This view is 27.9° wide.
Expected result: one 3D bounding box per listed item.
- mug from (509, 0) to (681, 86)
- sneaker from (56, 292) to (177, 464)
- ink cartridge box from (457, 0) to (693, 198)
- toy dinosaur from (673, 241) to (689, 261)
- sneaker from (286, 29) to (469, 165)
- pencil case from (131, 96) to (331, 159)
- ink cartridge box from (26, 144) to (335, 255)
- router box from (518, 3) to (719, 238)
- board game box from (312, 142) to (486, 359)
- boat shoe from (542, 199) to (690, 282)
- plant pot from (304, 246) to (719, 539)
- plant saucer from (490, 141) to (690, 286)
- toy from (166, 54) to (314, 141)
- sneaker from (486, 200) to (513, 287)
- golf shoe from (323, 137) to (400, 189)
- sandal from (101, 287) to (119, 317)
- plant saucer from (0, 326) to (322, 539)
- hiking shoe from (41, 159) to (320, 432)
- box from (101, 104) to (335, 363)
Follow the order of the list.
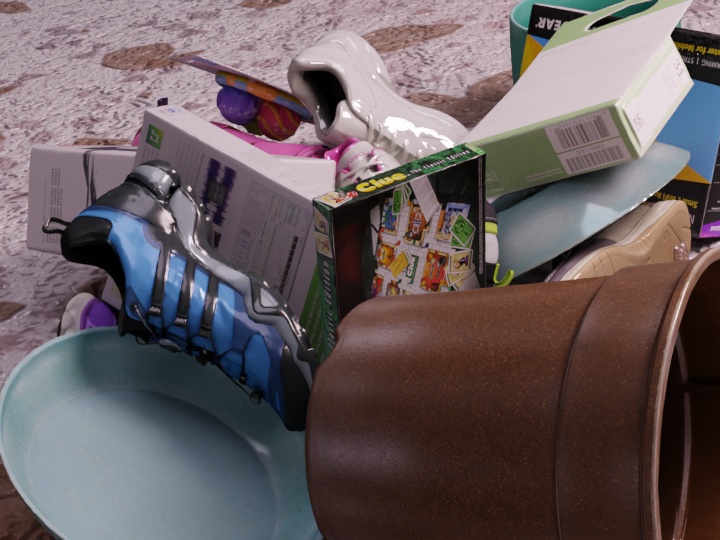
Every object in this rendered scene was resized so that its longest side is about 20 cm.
[{"bbox_3d":[0.206,-0.173,1.284,0.151,0.115,0.185,4,30,22],"label":"mug"},{"bbox_3d":[-0.156,0.089,0.937,0.083,0.081,0.200,1,33,-18],"label":"sneaker"},{"bbox_3d":[0.170,-0.133,1.039,0.145,0.048,0.200,-14,24,43],"label":"ink cartridge box"},{"bbox_3d":[0.289,0.007,0.952,0.135,0.086,0.200,20,43,32],"label":"toy dinosaur"},{"bbox_3d":[0.013,-0.109,1.181,0.200,0.078,0.099,41,34,11],"label":"sneaker"},{"bbox_3d":[-0.105,-0.085,1.229,0.199,0.091,0.093,19,31,37],"label":"pencil case"},{"bbox_3d":[-0.139,-0.049,1.096,0.199,0.085,0.144,8,8,43],"label":"ink cartridge box"},{"bbox_3d":[0.211,-0.121,1.138,0.051,0.150,0.199,-3,17,-43],"label":"router box"},{"bbox_3d":[0.027,0.032,0.836,0.104,0.201,0.023,-22,38,-28],"label":"board game box"},{"bbox_3d":[0.165,0.004,1.005,0.064,0.072,0.200,3,27,38],"label":"boat shoe"},{"bbox_3d":[0.091,0.090,0.737,0.197,0.201,0.200,-1,26,32],"label":"plant pot"},{"bbox_3d":[0.139,-0.049,1.038,0.200,0.039,0.201,-31,7,4],"label":"plant saucer"},{"bbox_3d":[-0.073,-0.138,1.281,0.199,0.048,0.115,16,0,-22],"label":"toy"},{"bbox_3d":[0.000,0.000,0.959,0.199,0.083,0.072,-7,-3,16],"label":"sneaker"},{"bbox_3d":[0.014,-0.045,1.073,0.075,0.092,0.200,-32,18,-6],"label":"golf shoe"},{"bbox_3d":[-0.086,0.034,1.044,0.199,0.048,0.075,1,24,-11],"label":"sandal"},{"bbox_3d":[-0.113,0.112,0.826,0.199,0.036,0.201,18,33,-12],"label":"plant saucer"},{"bbox_3d":[-0.101,0.029,0.872,0.086,0.075,0.200,-34,69,-22],"label":"hiking shoe"},{"bbox_3d":[-0.071,-0.001,0.929,0.199,0.145,0.036,30,27,25],"label":"box"}]
